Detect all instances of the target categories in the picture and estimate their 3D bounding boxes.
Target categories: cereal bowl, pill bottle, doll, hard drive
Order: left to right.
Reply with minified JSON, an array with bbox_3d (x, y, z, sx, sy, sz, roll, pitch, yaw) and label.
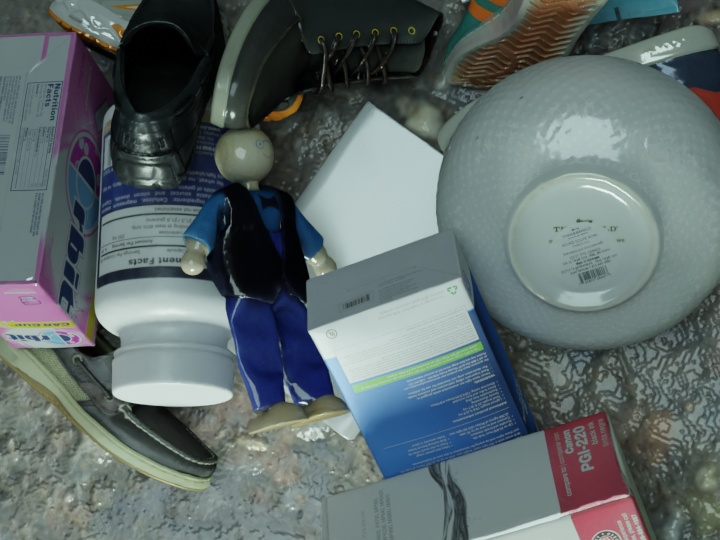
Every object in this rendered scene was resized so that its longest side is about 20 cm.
[{"bbox_3d":[-0.125,-0.012,1.159,0.111,0.111,0.200,-2,75,11],"label":"pill bottle"},{"bbox_3d":[-0.060,0.003,1.107,0.048,0.136,0.200,-21,80,40],"label":"doll"},{"bbox_3d":[0.000,0.000,1.190,0.132,0.026,0.200,36,93,12],"label":"hard drive"},{"bbox_3d":[0.146,-0.034,1.091,0.200,0.083,0.200,3,113,8],"label":"cereal bowl"}]

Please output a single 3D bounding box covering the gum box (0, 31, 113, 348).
[{"bbox_3d":[-0.219,-0.059,1.168,0.066,0.114,0.200,0,67,12],"label":"gum box"}]

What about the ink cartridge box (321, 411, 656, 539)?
[{"bbox_3d":[0.090,0.192,1.093,0.200,0.085,0.146,-19,127,8],"label":"ink cartridge box"}]

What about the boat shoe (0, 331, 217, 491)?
[{"bbox_3d":[-0.178,0.080,1.197,0.200,0.073,0.065,35,98,12],"label":"boat shoe"}]

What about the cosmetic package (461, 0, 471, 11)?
[{"bbox_3d":[0.142,-0.264,1.169,0.200,0.051,0.083,-28,85,8],"label":"cosmetic package"}]

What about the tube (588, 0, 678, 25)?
[{"bbox_3d":[0.161,-0.265,1.118,0.077,0.050,0.200,-6,92,29],"label":"tube"}]

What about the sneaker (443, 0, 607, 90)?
[{"bbox_3d":[0.112,-0.187,1.116,0.071,0.200,0.080,8,67,-20],"label":"sneaker"}]

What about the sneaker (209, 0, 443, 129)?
[{"bbox_3d":[-0.019,-0.148,1.134,0.106,0.200,0.075,25,135,10],"label":"sneaker"}]

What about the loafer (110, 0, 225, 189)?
[{"bbox_3d":[-0.124,-0.137,1.099,0.068,0.070,0.201,5,44,0],"label":"loafer"}]

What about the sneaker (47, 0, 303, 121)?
[{"bbox_3d":[-0.123,-0.178,1.207,0.200,0.076,0.092,26,87,11],"label":"sneaker"}]

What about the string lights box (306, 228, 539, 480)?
[{"bbox_3d":[0.049,0.081,1.099,0.103,0.059,0.200,-19,123,9],"label":"string lights box"}]

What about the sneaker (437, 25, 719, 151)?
[{"bbox_3d":[0.154,-0.096,1.143,0.200,0.075,0.085,-18,87,13],"label":"sneaker"}]
